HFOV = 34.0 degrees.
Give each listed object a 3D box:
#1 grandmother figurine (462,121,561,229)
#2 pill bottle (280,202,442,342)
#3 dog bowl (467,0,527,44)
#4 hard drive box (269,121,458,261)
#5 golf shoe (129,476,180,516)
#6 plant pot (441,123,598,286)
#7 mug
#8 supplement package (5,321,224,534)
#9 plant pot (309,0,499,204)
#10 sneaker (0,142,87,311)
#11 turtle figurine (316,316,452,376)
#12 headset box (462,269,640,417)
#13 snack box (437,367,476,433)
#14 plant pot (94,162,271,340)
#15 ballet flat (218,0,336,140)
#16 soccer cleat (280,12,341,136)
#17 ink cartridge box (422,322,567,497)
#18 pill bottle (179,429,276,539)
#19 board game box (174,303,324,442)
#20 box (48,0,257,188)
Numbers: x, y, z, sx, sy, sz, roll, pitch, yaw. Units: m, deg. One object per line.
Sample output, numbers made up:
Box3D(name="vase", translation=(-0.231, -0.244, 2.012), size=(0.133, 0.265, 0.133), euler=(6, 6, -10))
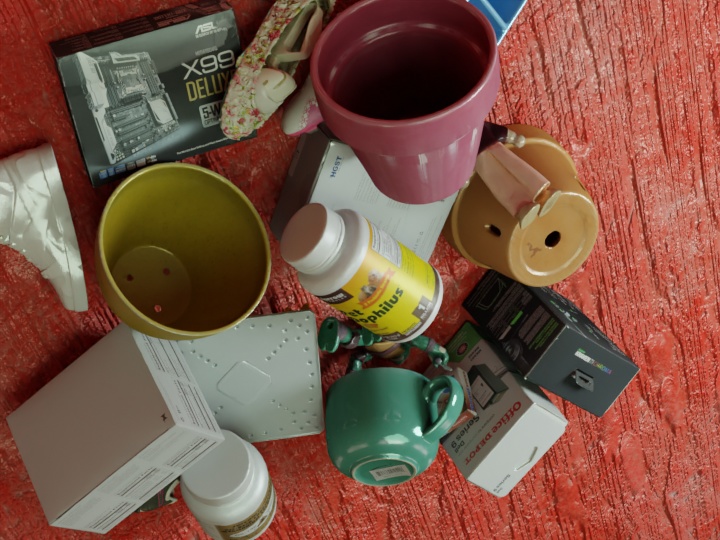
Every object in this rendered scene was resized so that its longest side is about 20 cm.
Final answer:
Box3D(name="grandmother figurine", translation=(0.155, -0.144, 1.442), size=(0.121, 0.200, 0.061), euler=(-28, 157, -40))
Box3D(name="pill bottle", translation=(0.000, 0.000, 1.398), size=(0.199, 0.109, 0.109), euler=(33, 101, -37))
Box3D(name="dog bowl", translation=(0.136, -0.310, 1.375), size=(0.201, 0.049, 0.111), euler=(-57, 140, -2))
Box3D(name="hard drive box", translation=(0.009, -0.089, 1.464), size=(0.199, 0.077, 0.157), euler=(9, 115, -31))
Box3D(name="golf shoe", translation=(-0.266, 0.232, 1.531), size=(0.087, 0.077, 0.201), euler=(2, 127, -27))
Box3D(name="plant pot", translation=(0.219, -0.072, 1.541), size=(0.198, 0.140, 0.202), euler=(-13, 125, -20))
Box3D(name="mug", translation=(0.035, 0.207, 1.544), size=(0.151, 0.115, 0.185), euler=(12, 144, -19))
Box3D(name="supplement package", translation=(-0.293, 0.188, 1.403), size=(0.199, 0.156, 0.111), euler=(-38, 152, 10))
Box3D(name="plant pot", translation=(0.058, -0.177, 1.295), size=(0.199, 0.201, 0.180), euler=(-28, 146, -8))
Box3D(name="sneaker", translation=(-0.375, -0.035, 1.314), size=(0.115, 0.074, 0.202), euler=(-17, 116, -15))
Box3D(name="turtle figurine", translation=(0.031, 0.107, 1.584), size=(0.149, 0.101, 0.200), euler=(-29, 149, 16))
Box3D(name="headset box", translation=(0.266, 0.095, 1.630), size=(0.173, 0.200, 0.093), euler=(28, 104, -37))
Box3D(name="snack box", translation=(0.076, 0.216, 1.646), size=(0.200, 0.072, 0.024), euler=(-37, 134, 28))
Box3D(name="plant pot", translation=(-0.221, -0.003, 1.345), size=(0.198, 0.202, 0.142), euler=(4, 159, -28))
Box3D(name="ballet flat", translation=(-0.089, -0.232, 1.291), size=(0.076, 0.064, 0.201), euler=(35, 77, -56))
Box3D(name="soccer cleat", translation=(-0.028, -0.243, 1.363), size=(0.200, 0.070, 0.087), euler=(-41, 120, -5))
Box3D(name="ink cartridge box", translation=(0.173, 0.191, 1.641), size=(0.084, 0.200, 0.146), euler=(31, 103, -37))
Box3D(name="pill bottle", translation=(-0.174, 0.278, 1.529), size=(0.114, 0.115, 0.200), euler=(-26, 156, -10))
Box3D(name="board game box", translation=(-0.152, 0.139, 1.529), size=(0.198, 0.026, 0.201), euler=(-7, 123, -5))
Box3D(name="box", translation=(-0.224, -0.197, 1.297), size=(0.198, 0.050, 0.159), euler=(-19, 126, -16))
